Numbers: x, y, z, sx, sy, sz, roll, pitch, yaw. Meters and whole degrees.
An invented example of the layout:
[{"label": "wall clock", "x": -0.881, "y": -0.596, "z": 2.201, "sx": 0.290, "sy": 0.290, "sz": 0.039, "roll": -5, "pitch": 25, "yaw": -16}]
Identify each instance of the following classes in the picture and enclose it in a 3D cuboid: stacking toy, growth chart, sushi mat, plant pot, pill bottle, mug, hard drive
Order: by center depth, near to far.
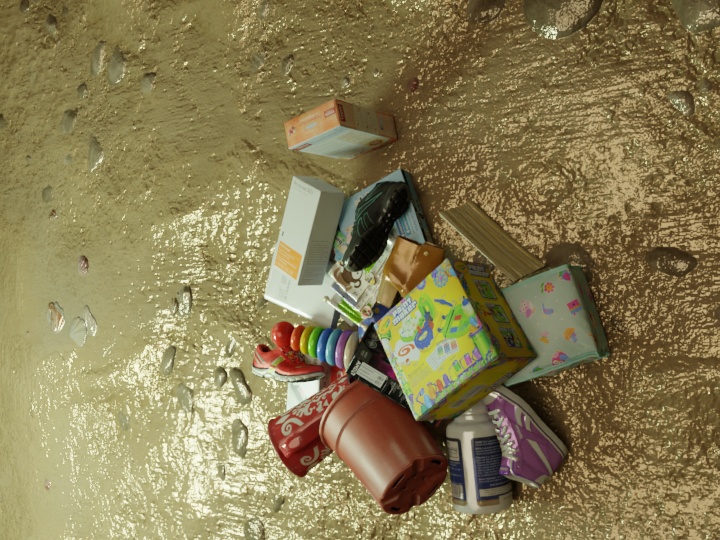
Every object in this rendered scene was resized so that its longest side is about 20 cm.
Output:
[{"label": "sushi mat", "x": 0.238, "y": -0.056, "z": 1.474, "sx": 0.200, "sy": 0.095, "sz": 0.012, "roll": 46, "pitch": 139, "yaw": 27}, {"label": "pill bottle", "x": 0.214, "y": 0.331, "z": 1.482, "sx": 0.110, "sy": 0.110, "sz": 0.204, "roll": -8, "pitch": 85, "yaw": 36}, {"label": "plant pot", "x": 0.054, "y": 0.331, "z": 1.521, "sx": 0.196, "sy": 0.199, "sz": 0.202, "roll": 49, "pitch": 117, "yaw": 41}, {"label": "growth chart", "x": 0.000, "y": 0.000, "z": 1.608, "sx": 0.144, "sy": 0.018, "sz": 0.202, "roll": 27, "pitch": 96, "yaw": 30}, {"label": "mug", "x": -0.071, "y": 0.319, "z": 1.642, "sx": 0.199, "sy": 0.178, "sz": 0.134, "roll": -35, "pitch": 112, "yaw": 9}, {"label": "stacking toy", "x": -0.094, "y": 0.151, "z": 1.688, "sx": 0.197, "sy": 0.085, "sz": 0.087, "roll": 10, "pitch": 97, "yaw": 19}, {"label": "hard drive", "x": -0.117, "y": 0.029, "z": 1.751, "sx": 0.198, "sy": 0.027, "sz": 0.134, "roll": 21, "pitch": 102, "yaw": 35}]

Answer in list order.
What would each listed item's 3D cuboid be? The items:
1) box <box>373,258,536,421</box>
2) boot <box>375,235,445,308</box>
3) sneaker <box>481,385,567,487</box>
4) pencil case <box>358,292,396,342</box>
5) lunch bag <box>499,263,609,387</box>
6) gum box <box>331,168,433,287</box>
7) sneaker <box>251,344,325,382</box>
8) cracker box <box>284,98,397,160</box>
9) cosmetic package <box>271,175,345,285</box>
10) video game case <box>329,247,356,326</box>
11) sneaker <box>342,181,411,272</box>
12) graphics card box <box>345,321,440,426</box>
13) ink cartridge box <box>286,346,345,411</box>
[{"label": "box", "x": 0.156, "y": 0.120, "z": 1.386, "sx": 0.200, "sy": 0.121, "sz": 0.194, "roll": -43, "pitch": 58, "yaw": 32}, {"label": "boot", "x": 0.136, "y": 0.028, "z": 1.531, "sx": 0.199, "sy": 0.071, "sz": 0.146, "roll": 25, "pitch": 105, "yaw": 5}, {"label": "sneaker", "x": 0.258, "y": 0.288, "z": 1.406, "sx": 0.200, "sy": 0.114, "sz": 0.073, "roll": 44, "pitch": 161, "yaw": 3}, {"label": "pencil case", "x": 0.040, "y": 0.142, "z": 1.630, "sx": 0.078, "sy": 0.086, "sz": 0.204, "roll": -14, "pitch": 79, "yaw": 61}, {"label": "lunch bag", "x": 0.307, "y": 0.099, "z": 1.408, "sx": 0.198, "sy": 0.121, "sz": 0.173, "roll": -24, "pitch": 77, "yaw": 28}, {"label": "gum box", "x": 0.034, "y": -0.081, "z": 1.634, "sx": 0.198, "sy": 0.044, "sz": 0.172, "roll": -27, "pitch": 71, "yaw": 25}, {"label": "sneaker", "x": -0.158, "y": 0.193, "z": 1.732, "sx": 0.198, "sy": 0.077, "sz": 0.086, "roll": 3, "pitch": 87, "yaw": 37}, {"label": "cracker box", "x": -0.036, "y": -0.275, "z": 1.609, "sx": 0.133, "sy": 0.199, "sz": 0.059, "roll": -17, "pitch": 81, "yaw": 34}, {"label": "cosmetic package", "x": -0.108, "y": -0.081, "z": 1.664, "sx": 0.101, "sy": 0.071, "sz": 0.203, "roll": 31, "pitch": 113, "yaw": 43}, {"label": "video game case", "x": -0.039, "y": -0.014, "z": 1.723, "sx": 0.200, "sy": 0.023, "sz": 0.184, "roll": 40, "pitch": 113, "yaw": 30}, {"label": "sneaker", "x": 0.021, "y": -0.087, "z": 1.569, "sx": 0.079, "sy": 0.075, "sz": 0.201, "roll": 24, "pitch": 75, "yaw": 42}, {"label": "graphics card box", "x": 0.080, "y": 0.191, "z": 1.521, "sx": 0.198, "sy": 0.126, "sz": 0.051, "roll": 30, "pitch": 123, "yaw": 2}, {"label": "ink cartridge box", "x": -0.079, "y": 0.247, "z": 1.742, "sx": 0.172, "sy": 0.043, "sz": 0.204, "roll": 6, "pitch": 94, "yaw": 38}]
